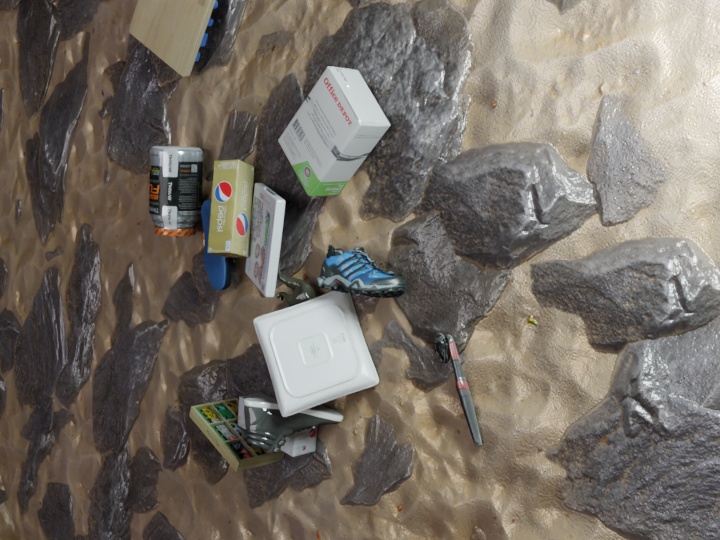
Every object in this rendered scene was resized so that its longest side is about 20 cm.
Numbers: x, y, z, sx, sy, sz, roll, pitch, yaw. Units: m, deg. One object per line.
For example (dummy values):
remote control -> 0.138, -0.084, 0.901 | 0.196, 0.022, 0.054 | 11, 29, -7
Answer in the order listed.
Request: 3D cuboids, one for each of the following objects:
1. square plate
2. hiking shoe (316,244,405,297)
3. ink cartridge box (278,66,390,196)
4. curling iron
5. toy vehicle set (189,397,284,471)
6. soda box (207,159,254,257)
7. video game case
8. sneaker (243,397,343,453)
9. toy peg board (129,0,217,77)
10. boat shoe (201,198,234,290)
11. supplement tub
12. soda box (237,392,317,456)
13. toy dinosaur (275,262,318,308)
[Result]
square plate -> -0.087, 0.152, 1.712 | 0.028, 0.196, 0.202 | 78, 173, -76
hiking shoe -> 0.000, 0.000, 1.658 | 0.199, 0.074, 0.088 | 7, 86, 38
ink cartridge box -> -0.052, -0.260, 1.691 | 0.200, 0.084, 0.146 | -48, 60, 38
curling iron -> 0.172, 0.203, 1.540 | 0.202, 0.025, 0.050 | 70, 156, 9
toy vehicle set -> -0.269, 0.353, 1.952 | 0.200, 0.124, 0.027 | 38, 120, 38
soda box -> -0.276, -0.132, 1.920 | 0.063, 0.068, 0.202 | 1, 83, 26
video game case -> -0.200, -0.066, 1.866 | 0.182, 0.023, 0.202 | -142, 57, -64
sneaker -> -0.137, 0.311, 1.773 | 0.071, 0.198, 0.100 | -166, 83, -83
toy peg board -> -0.405, -0.584, 2.051 | 0.199, 0.098, 0.201 | 40, 123, 19
boat shoe -> -0.301, -0.059, 1.993 | 0.084, 0.068, 0.202 | 4, 97, 38
supplement tub -> -0.425, -0.184, 2.071 | 0.122, 0.122, 0.202 | 10, 101, 46
soda box -> -0.178, 0.322, 1.896 | 0.199, 0.063, 0.069 | 18, 106, 45
toy dinosaur -> -0.113, 0.074, 1.812 | 0.102, 0.077, 0.202 | -23, 71, 32
